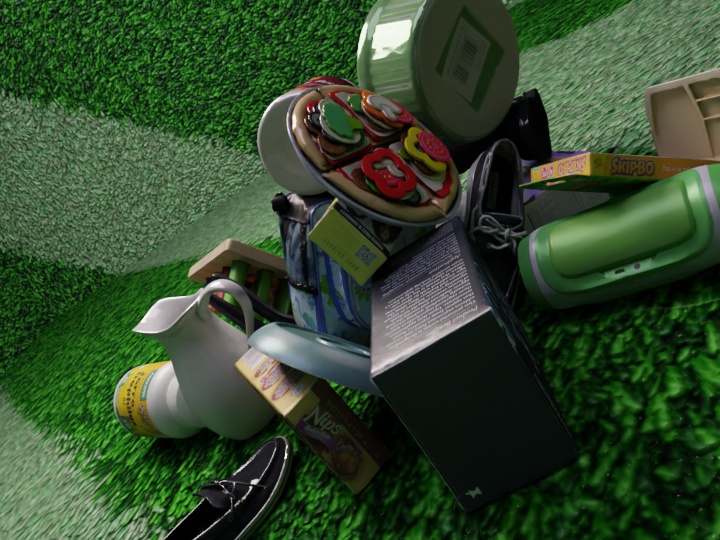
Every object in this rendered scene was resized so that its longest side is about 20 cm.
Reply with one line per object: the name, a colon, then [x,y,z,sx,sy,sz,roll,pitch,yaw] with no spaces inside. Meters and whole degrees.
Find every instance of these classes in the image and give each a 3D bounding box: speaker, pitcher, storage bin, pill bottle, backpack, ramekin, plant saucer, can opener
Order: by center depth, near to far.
speaker: [0.252,-0.027,0.597,0.197,0.089,0.089,-22,23,35]
storage bin: [0.424,-0.197,0.636,0.198,0.095,0.197,-35,17,-25]
plant saucer: [-0.018,0.089,0.647,0.199,0.196,0.028,12,83,64]
ramekin: [0.101,-0.246,0.763,0.200,0.203,0.097,-43,29,-22]
backpack: [0.000,0.000,0.779,0.180,0.206,0.145,-18,26,-34]
pill bottle: [-0.047,-0.176,0.786,0.112,0.116,0.201,-28,16,19]
pitcher: [-0.173,0.113,0.825,0.169,0.202,0.122,-22,22,31]
can opener: [-0.130,0.072,0.877,0.065,0.196,0.078,-66,13,-18]
pill bottle: [-0.287,0.195,0.965,0.197,0.114,0.113,-14,28,46]

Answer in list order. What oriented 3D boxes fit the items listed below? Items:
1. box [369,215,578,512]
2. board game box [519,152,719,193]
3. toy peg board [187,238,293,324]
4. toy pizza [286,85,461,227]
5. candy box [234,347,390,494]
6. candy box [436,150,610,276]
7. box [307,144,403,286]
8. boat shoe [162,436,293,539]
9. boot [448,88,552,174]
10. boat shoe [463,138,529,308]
box: [0.088,0.069,0.559,0.105,0.150,0.201,-30,20,14]
board game box: [0.263,-0.093,0.629,0.194,0.031,0.095,-3,1,-19]
toy peg board: [-0.160,0.052,0.996,0.198,0.196,0.101,-22,52,56]
toy pizza: [0.021,-0.126,0.636,0.032,0.198,0.201,-56,2,42]
candy box: [-0.059,0.145,0.681,0.056,0.117,0.199,-44,20,-15]
candy box: [0.187,-0.068,0.823,0.198,0.072,0.167,-39,20,-9]
box: [0.020,-0.077,0.661,0.050,0.075,0.201,-42,10,40]
boat shoe: [-0.143,0.250,0.673,0.074,0.063,0.200,-12,29,52]
boot: [0.169,-0.171,0.864,0.165,0.078,0.201,-23,18,25]
boat shoe: [0.149,-0.041,0.688,0.068,0.071,0.205,124,157,-76]
